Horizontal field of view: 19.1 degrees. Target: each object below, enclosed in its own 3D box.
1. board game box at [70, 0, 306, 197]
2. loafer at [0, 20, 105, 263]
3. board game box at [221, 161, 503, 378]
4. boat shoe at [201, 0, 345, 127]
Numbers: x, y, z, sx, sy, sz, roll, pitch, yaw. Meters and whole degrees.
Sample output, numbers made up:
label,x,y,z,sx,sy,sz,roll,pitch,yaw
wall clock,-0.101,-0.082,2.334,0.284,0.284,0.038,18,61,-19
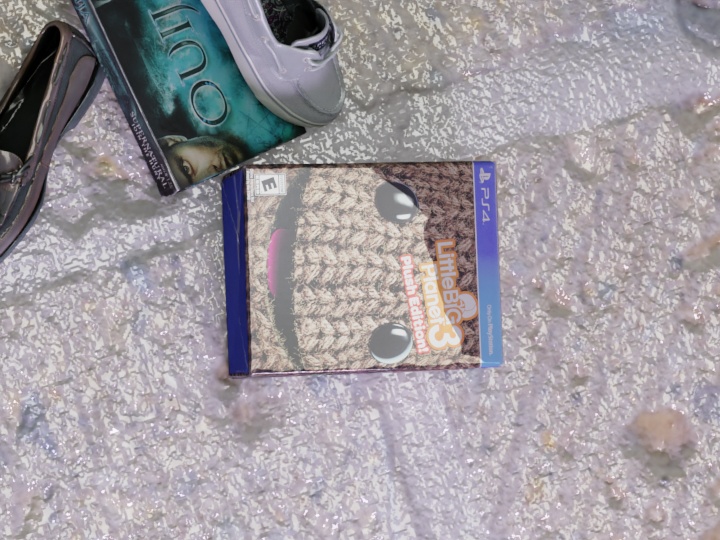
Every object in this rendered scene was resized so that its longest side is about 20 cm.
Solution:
label,x,y,z,sx,sy,sz,roll,pitch,yaw
board game box,-0.137,-0.171,1.635,0.135,0.028,0.201,-28,94,-36
loafer,-0.261,-0.096,1.596,0.072,0.063,0.201,20,75,24
board game box,0.000,0.000,1.648,0.199,0.097,0.160,-2,88,-14
boat shoe,-0.055,-0.177,1.601,0.070,0.071,0.201,-58,136,-23
